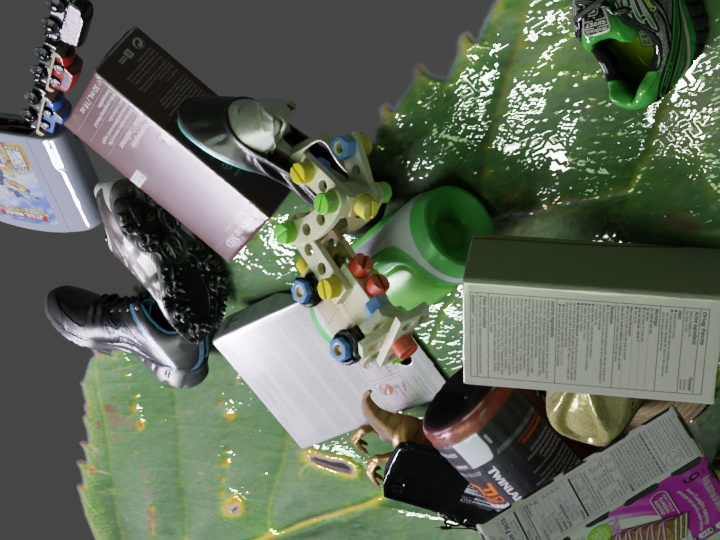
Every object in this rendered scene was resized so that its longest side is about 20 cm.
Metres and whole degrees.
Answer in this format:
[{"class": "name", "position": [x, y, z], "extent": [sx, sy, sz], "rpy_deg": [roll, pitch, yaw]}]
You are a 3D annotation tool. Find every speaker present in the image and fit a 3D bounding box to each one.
[{"class": "speaker", "position": [0.032, 0.002, 1.246], "extent": [0.088, 0.089, 0.200], "rpy_deg": [41, 142, -9]}]

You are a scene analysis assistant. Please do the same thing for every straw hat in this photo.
[{"class": "straw hat", "position": [0.201, 0.102, 1.224], "extent": [0.199, 0.085, 0.202], "rpy_deg": [22, 142, 18]}]

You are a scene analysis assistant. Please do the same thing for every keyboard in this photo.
[{"class": "keyboard", "position": [0.115, 0.220, 1.428], "extent": [0.198, 0.040, 0.105], "rpy_deg": [18, 125, -9]}]

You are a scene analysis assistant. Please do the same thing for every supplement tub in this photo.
[{"class": "supplement tub", "position": [0.157, 0.179, 1.327], "extent": [0.200, 0.107, 0.107], "rpy_deg": [46, 142, -14]}]

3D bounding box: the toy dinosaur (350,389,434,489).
[{"class": "toy dinosaur", "position": [0.034, 0.158, 1.418], "extent": [0.106, 0.061, 0.199], "rpy_deg": [-35, 134, 27]}]

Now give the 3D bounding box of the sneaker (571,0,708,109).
[{"class": "sneaker", "position": [0.168, -0.195, 0.925], "extent": [0.077, 0.085, 0.201], "rpy_deg": [-4, 128, 40]}]

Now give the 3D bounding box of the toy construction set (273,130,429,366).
[{"class": "toy construction set", "position": [0.000, 0.000, 1.148], "extent": [0.131, 0.091, 0.201], "rpy_deg": [-54, 47, 37]}]

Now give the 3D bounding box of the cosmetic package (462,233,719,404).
[{"class": "cosmetic package", "position": [0.181, 0.037, 1.121], "extent": [0.198, 0.073, 0.104], "rpy_deg": [4, 123, 10]}]

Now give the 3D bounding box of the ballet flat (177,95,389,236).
[{"class": "ballet flat", "position": [-0.059, -0.106, 1.226], "extent": [0.199, 0.068, 0.069], "rpy_deg": [30, 135, -10]}]

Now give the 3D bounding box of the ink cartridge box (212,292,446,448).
[{"class": "ink cartridge box", "position": [-0.025, 0.084, 1.433], "extent": [0.199, 0.050, 0.161], "rpy_deg": [-25, 115, 29]}]

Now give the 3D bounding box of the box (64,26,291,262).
[{"class": "box", "position": [-0.159, -0.110, 1.287], "extent": [0.199, 0.075, 0.100], "rpy_deg": [38, 143, -7]}]

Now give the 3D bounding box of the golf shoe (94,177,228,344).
[{"class": "golf shoe", "position": [-0.200, -0.017, 1.435], "extent": [0.094, 0.078, 0.201], "rpy_deg": [22, 143, 46]}]

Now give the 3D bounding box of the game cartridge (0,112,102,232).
[{"class": "game cartridge", "position": [-0.355, -0.102, 1.481], "extent": [0.198, 0.042, 0.134], "rpy_deg": [10, 132, 30]}]

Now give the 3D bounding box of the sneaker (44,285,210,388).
[{"class": "sneaker", "position": [-0.248, 0.051, 1.550], "extent": [0.198, 0.073, 0.083], "rpy_deg": [21, 125, 10]}]

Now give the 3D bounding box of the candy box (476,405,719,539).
[{"class": "candy box", "position": [0.216, 0.218, 1.236], "extent": [0.199, 0.061, 0.137], "rpy_deg": [-32, 139, 7]}]

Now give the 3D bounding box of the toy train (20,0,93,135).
[{"class": "toy train", "position": [-0.279, -0.191, 1.327], "extent": [0.045, 0.034, 0.200], "rpy_deg": [24, 143, -6]}]
